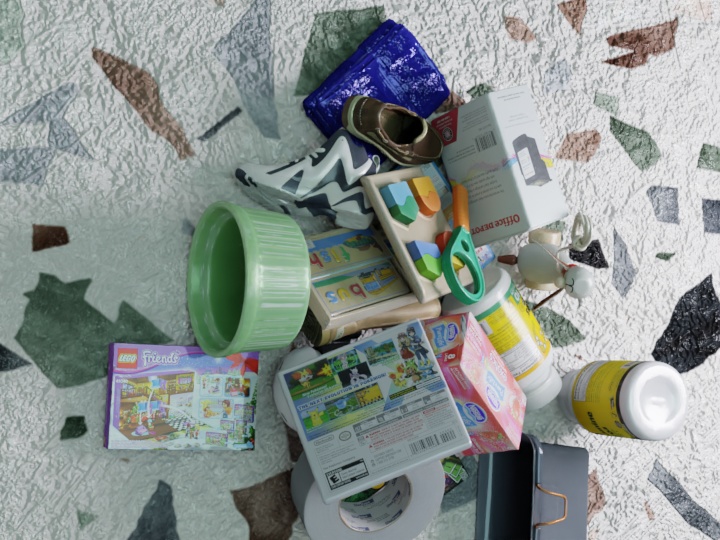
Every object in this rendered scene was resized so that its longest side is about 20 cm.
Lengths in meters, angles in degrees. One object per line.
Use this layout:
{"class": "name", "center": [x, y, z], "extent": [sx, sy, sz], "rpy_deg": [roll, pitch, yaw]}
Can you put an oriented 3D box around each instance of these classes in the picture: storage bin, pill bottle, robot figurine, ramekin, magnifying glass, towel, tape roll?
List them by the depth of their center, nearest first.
{"class": "ramekin", "center": [-0.144, 0.013, 1.476], "extent": [0.097, 0.200, 0.201], "rpy_deg": [2, 86, -30]}
{"class": "tape roll", "center": [0.010, 0.287, 1.520], "extent": [0.199, 0.066, 0.201], "rpy_deg": [-9, 118, -17]}
{"class": "robot figurine", "center": [-0.021, 0.161, 1.556], "extent": [0.199, 0.151, 0.125], "rpy_deg": [-1, 129, -23]}
{"class": "magnifying glass", "center": [0.142, -0.039, 1.580], "extent": [0.080, 0.022, 0.201], "rpy_deg": [37, 38, -35]}
{"class": "towel", "center": [0.028, -0.251, 1.639], "extent": [0.200, 0.050, 0.148], "rpy_deg": [-46, 103, -19]}
{"class": "pill bottle", "center": [0.211, 0.105, 1.655], "extent": [0.113, 0.113, 0.200], "rpy_deg": [-40, 109, -20]}
{"class": "storage bin", "center": [0.266, 0.335, 1.663], "extent": [0.134, 0.145, 0.201], "rpy_deg": [5, 85, -32]}
{"class": "pill bottle", "center": [0.379, 0.189, 1.678], "extent": [0.112, 0.200, 0.113], "rpy_deg": [2, 86, -22]}

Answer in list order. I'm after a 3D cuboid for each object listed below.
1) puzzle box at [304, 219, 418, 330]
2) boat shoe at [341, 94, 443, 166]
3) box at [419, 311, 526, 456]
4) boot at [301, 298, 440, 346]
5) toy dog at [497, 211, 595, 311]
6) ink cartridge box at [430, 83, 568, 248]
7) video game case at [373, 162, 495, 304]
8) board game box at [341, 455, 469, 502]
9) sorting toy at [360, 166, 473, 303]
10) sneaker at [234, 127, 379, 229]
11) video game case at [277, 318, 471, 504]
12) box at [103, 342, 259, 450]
{"class": "puzzle box", "center": [0.000, 0.000, 1.548], "extent": [0.199, 0.025, 0.133], "rpy_deg": [-16, 63, -37]}
{"class": "boat shoe", "center": [0.062, -0.188, 1.579], "extent": [0.202, 0.075, 0.075], "rpy_deg": [11, 89, -49]}
{"class": "box", "center": [0.142, 0.160, 1.565], "extent": [0.200, 0.102, 0.095], "rpy_deg": [55, 36, -37]}
{"class": "boot", "center": [-0.012, 0.023, 1.586], "extent": [0.199, 0.066, 0.176], "rpy_deg": [-13, 58, -34]}
{"class": "toy dog", "center": [0.262, -0.007, 1.650], "extent": [0.096, 0.200, 0.133], "rpy_deg": [-2, 82, -10]}
{"class": "ink cartridge box", "center": [0.199, -0.147, 1.643], "extent": [0.083, 0.146, 0.201], "rpy_deg": [-18, 90, -33]}
{"class": "video game case", "center": [0.094, -0.059, 1.673], "extent": [0.143, 0.018, 0.200], "rpy_deg": [-39, 101, -21]}
{"class": "board game box", "center": [0.055, 0.308, 1.631], "extent": [0.200, 0.023, 0.105], "rpy_deg": [-33, 97, -21]}
{"class": "sorting toy", "center": [0.087, -0.056, 1.561], "extent": [0.186, 0.036, 0.200], "rpy_deg": [64, 26, 5]}
{"class": "sneaker", "center": [-0.064, -0.144, 1.568], "extent": [0.198, 0.080, 0.130], "rpy_deg": [13, 67, 10]}
{"class": "video game case", "center": [0.016, 0.176, 1.446], "extent": [0.199, 0.022, 0.183], "rpy_deg": [-21, 67, -4]}
{"class": "box", "center": [-0.235, 0.168, 1.508], "extent": [0.199, 0.039, 0.138], "rpy_deg": [5, 86, -22]}
